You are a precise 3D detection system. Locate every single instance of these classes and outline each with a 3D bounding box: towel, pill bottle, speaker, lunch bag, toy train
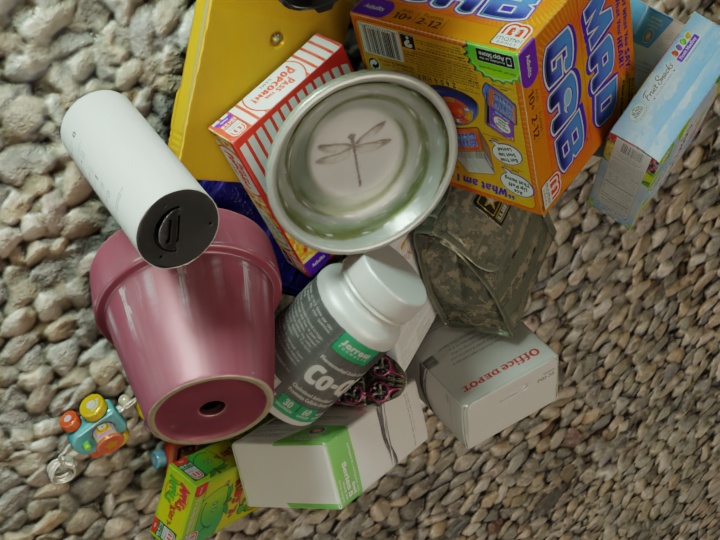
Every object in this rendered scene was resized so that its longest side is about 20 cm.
[{"bbox_3d":[-0.105,-0.048,1.260,0.199,0.050,0.149,17,110,-43],"label":"towel"},{"bbox_3d":[-0.028,0.065,1.238,0.113,0.114,0.200,20,124,-43],"label":"pill bottle"},{"bbox_3d":[-0.204,-0.086,1.047,0.081,0.200,0.082,-19,131,-24],"label":"speaker"},{"bbox_3d":[0.143,-0.047,1.363,0.165,0.117,0.201,-63,143,-27],"label":"lunch bag"},{"bbox_3d":[-0.254,0.203,1.328,0.198,0.056,0.152,-4,122,-35],"label":"toy train"}]

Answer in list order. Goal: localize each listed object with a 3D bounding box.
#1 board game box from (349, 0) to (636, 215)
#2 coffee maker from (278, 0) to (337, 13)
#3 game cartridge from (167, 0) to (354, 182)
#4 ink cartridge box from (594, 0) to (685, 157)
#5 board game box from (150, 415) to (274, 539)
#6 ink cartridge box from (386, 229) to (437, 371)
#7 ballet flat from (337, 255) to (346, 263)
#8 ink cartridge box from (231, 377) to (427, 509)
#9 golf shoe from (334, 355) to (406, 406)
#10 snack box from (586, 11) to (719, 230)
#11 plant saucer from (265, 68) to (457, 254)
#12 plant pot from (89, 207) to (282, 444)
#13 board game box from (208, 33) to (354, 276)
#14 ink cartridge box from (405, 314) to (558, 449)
[{"bbox_3d":[0.143,-0.217,1.172,0.200,0.199,0.201,-48,142,-28],"label":"board game box"},{"bbox_3d":[-0.087,-0.336,0.954,0.134,0.200,0.193,-41,136,-5],"label":"coffee maker"},{"bbox_3d":[-0.101,-0.187,1.147,0.175,0.032,0.202,0,113,-42],"label":"game cartridge"},{"bbox_3d":[0.264,-0.227,1.336,0.128,0.125,0.201,3,120,-52],"label":"ink cartridge box"},{"bbox_3d":[-0.159,0.255,1.393,0.199,0.047,0.102,-19,134,-54],"label":"board game box"},{"bbox_3d":[0.046,0.001,1.357,0.163,0.050,0.202,-56,143,-45],"label":"ink cartridge box"},{"bbox_3d":[0.000,0.000,1.361,0.067,0.066,0.201,-60,170,-48],"label":"ballet flat"},{"bbox_3d":[-0.032,0.204,1.374,0.199,0.144,0.085,-27,106,-52],"label":"ink cartridge box"},{"bbox_3d":[-0.033,0.122,1.361,0.092,0.198,0.074,26,69,-65],"label":"golf shoe"},{"bbox_3d":[0.328,-0.157,1.256,0.169,0.067,0.200,-53,165,-13],"label":"snack box"},{"bbox_3d":[-0.003,-0.111,1.128,0.198,0.050,0.202,-12,127,-16],"label":"plant saucer"},{"bbox_3d":[-0.166,0.066,1.160,0.198,0.180,0.201,-12,145,-9],"label":"plant pot"},{"bbox_3d":[-0.049,-0.114,1.178,0.151,0.046,0.201,-44,135,-15],"label":"board game box"},{"bbox_3d":[0.133,0.110,1.444,0.145,0.200,0.083,-25,133,-19],"label":"ink cartridge box"}]
